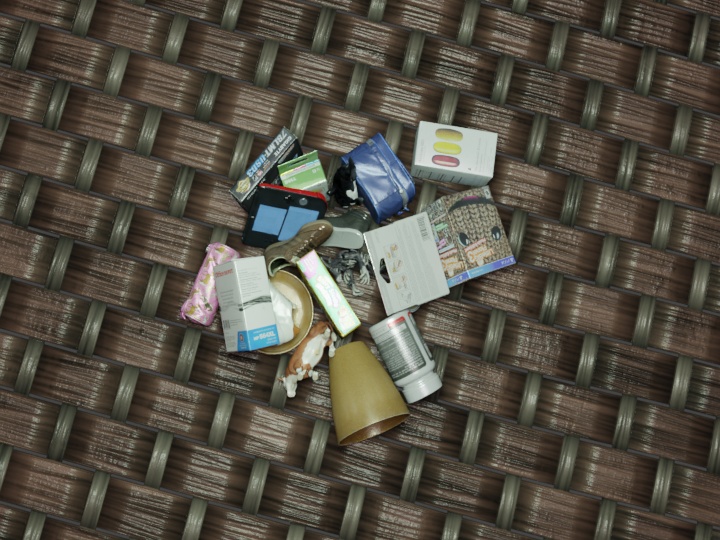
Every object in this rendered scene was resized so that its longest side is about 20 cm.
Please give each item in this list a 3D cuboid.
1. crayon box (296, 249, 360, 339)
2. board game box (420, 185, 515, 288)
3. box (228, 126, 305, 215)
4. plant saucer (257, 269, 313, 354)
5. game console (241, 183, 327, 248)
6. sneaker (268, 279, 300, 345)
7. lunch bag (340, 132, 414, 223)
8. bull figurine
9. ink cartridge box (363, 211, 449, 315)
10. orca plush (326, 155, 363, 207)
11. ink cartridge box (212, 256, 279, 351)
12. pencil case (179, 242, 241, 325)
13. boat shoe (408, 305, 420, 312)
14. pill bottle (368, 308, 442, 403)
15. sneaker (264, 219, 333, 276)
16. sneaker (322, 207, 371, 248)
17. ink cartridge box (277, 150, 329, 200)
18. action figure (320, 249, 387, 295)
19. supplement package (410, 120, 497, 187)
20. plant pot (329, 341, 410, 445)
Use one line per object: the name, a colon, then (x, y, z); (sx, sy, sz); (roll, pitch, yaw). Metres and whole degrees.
crayon box: (-0.077, 0.062, 1.694); (0.058, 0.173, 0.203); (-33, 85, -5)
board game box: (0.261, -0.083, 1.733); (0.156, 0.096, 0.205); (-16, 84, -31)
box: (-0.215, -0.222, 1.708); (0.049, 0.199, 0.201); (38, 83, 8)
plant saucer: (-0.212, 0.102, 1.754); (0.193, 0.035, 0.207); (0, 83, -2)
game console: (-0.181, -0.118, 1.696); (0.172, 0.202, 0.032); (6, 48, -21)
sneaker: (-0.206, 0.074, 1.715); (0.083, 0.073, 0.205); (-19, 81, -30)
lunch bag: (0.054, -0.223, 1.750); (0.131, 0.136, 0.202); (-34, 85, -5)
bull figurine: (-0.125, 0.212, 1.703); (0.064, 0.121, 0.203); (32, 83, -24)
ink cartridge box: (0.105, -0.016, 1.696); (0.172, 0.045, 0.206); (-18, 92, -18)
orca plush: (-0.044, -0.191, 1.706); (0.070, 0.200, 0.107); (-32, 92, -13)
ink cartridge box: (-0.266, 0.078, 1.648); (0.082, 0.145, 0.207); (-9, 89, -32)
pencil case: (-0.365, 0.034, 1.733); (0.084, 0.083, 0.205); (21, 84, 9)
boat shoe: (0.143, 0.003, 1.765); (0.070, 0.062, 0.206); (16, 83, 0)
pill bottle: (0.110, 0.206, 1.715); (0.112, 0.114, 0.204); (-26, 85, -5)
sneaker: (-0.145, -0.046, 1.708); (0.197, 0.070, 0.077); (-27, 47, 22)
sneaker: (-0.060, -0.113, 1.775); (0.195, 0.072, 0.100); (13, 40, 24)
ink cartridge box: (-0.133, -0.207, 1.708); (0.101, 0.200, 0.061); (-21, 78, -4)
action figure: (0.000, 0.000, 1.735); (0.193, 0.119, 0.105); (-4, 75, -9)
supplement package: (0.229, -0.287, 1.777); (0.194, 0.110, 0.117); (8, 83, -1)
plant pot: (-0.001, 0.281, 1.685); (0.182, 0.187, 0.204); (-21, 69, -4)
